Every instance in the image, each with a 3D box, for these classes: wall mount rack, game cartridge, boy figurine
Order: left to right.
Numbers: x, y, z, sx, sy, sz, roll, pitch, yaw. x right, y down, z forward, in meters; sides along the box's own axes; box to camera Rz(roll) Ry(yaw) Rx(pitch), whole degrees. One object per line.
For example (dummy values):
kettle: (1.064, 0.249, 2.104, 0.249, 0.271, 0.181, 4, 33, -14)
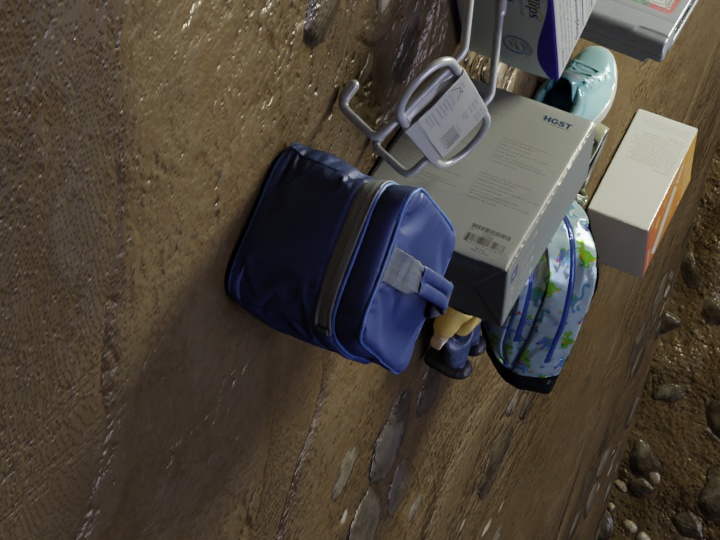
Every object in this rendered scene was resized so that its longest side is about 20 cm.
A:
wall mount rack: (0.068, -0.165, 1.327, 0.174, 0.075, 0.200, -46, 161, 2)
boy figurine: (0.105, 0.029, 1.725, 0.125, 0.064, 0.201, -55, 157, -36)
game cartridge: (0.307, -0.315, 1.817, 0.201, 0.132, 0.041, -55, 158, -39)

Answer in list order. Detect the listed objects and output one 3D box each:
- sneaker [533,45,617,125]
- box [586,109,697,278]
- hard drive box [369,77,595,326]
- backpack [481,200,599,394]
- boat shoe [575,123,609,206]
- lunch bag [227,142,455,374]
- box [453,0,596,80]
sneaker: (0.243, -0.200, 1.856, 0.201, 0.073, 0.082, -58, 162, -34)
box: (0.410, -0.113, 2.401, 0.201, 0.097, 0.125, -59, 160, -27)
hard drive box: (0.099, -0.069, 1.449, 0.201, 0.155, 0.077, -55, 158, -34)
backpack: (0.194, 0.012, 1.813, 0.200, 0.152, 0.164, 126, -33, -44)
boat shoe: (0.245, -0.094, 1.997, 0.072, 0.062, 0.202, -26, 135, -64)
lunch bag: (0.000, 0.000, 1.274, 0.137, 0.131, 0.200, -67, 162, -5)
box: (0.165, -0.309, 1.458, 0.201, 0.104, 0.184, -63, 161, -19)
